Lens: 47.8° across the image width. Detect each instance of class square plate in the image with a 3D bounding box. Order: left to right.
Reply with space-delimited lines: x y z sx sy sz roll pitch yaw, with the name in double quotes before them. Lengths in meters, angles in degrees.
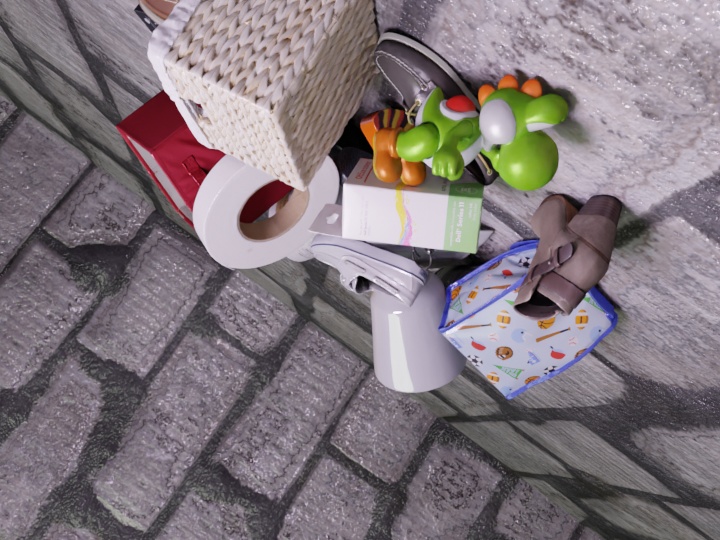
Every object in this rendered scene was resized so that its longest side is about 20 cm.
"square plate" 0.085 -0.029 1.251 0.194 0.029 0.200 -1 170 -8

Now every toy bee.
"toy bee" 0.077 -0.125 1.065 0.130 0.108 0.203 28 139 46

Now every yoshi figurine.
"yoshi figurine" 0.117 -0.116 0.826 0.197 0.114 0.112 -10 136 32

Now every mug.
"mug" 0.066 0.077 1.256 0.184 0.149 0.156 10 126 36

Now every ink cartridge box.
"ink cartridge box" 0.044 -0.081 0.954 0.196 0.069 0.117 6 -157 7

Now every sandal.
"sandal" 0.047 -0.112 1.134 0.198 0.077 0.043 26 147 -19

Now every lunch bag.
"lunch bag" 0.240 0.059 1.157 0.170 0.125 0.199 41 127 -20

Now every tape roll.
"tape roll" -0.120 -0.088 1.051 0.037 0.201 0.203 52 177 31

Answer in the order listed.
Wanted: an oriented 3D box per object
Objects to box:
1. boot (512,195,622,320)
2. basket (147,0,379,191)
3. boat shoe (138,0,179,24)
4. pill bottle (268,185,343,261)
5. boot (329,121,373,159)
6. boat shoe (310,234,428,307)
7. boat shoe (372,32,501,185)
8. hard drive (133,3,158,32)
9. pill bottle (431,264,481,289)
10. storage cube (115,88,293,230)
"boot" 0.221 -0.011 0.942 0.070 0.148 0.200 34 168 -7
"basket" -0.094 -0.227 0.887 0.159 0.202 0.199 29 166 15
"boat shoe" -0.202 -0.340 1.068 0.197 0.073 0.076 27 -151 9
"pill bottle" -0.037 -0.093 1.257 0.197 0.116 0.114 -17 134 35
"boot" -0.043 -0.204 1.120 0.162 0.074 0.197 40 167 -23
"boat shoe" 0.000 0.000 1.168 0.197 0.066 0.074 16 163 36
"boat shoe" 0.088 -0.177 0.897 0.200 0.061 0.072 39 166 -11
"hard drive" -0.239 -0.340 1.226 0.198 0.038 0.140 27 164 39
"pill bottle" 0.173 0.049 1.346 0.116 0.117 0.199 39 166 -18
"storage cube" -0.201 -0.169 1.130 0.199 0.179 0.172 32 158 52
